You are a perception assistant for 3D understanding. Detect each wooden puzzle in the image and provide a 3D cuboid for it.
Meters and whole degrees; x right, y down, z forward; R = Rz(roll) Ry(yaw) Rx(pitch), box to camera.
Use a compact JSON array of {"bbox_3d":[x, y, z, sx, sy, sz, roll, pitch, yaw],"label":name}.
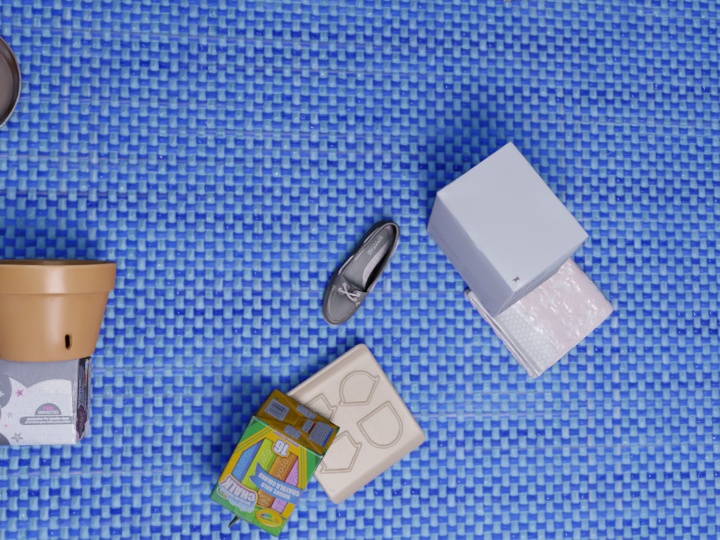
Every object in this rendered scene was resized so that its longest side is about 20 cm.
[{"bbox_3d":[-0.020,0.247,1.347,0.185,0.046,0.200,-34,96,-9],"label":"wooden puzzle"}]

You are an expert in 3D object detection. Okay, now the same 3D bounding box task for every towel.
[{"bbox_3d":[0.306,0.051,1.414,0.191,0.032,0.200,-41,93,-9],"label":"towel"}]

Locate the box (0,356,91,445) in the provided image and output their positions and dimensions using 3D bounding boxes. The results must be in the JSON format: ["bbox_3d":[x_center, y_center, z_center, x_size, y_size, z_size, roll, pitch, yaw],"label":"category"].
[{"bbox_3d":[-0.516,0.194,1.239,0.199,0.115,0.133,1,85,-8],"label":"box"}]

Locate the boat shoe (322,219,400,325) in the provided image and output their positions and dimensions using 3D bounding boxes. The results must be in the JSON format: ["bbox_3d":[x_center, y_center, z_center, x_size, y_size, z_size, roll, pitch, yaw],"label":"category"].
[{"bbox_3d":[0.000,0.000,1.358,0.067,0.057,0.200,33,82,-5],"label":"boat shoe"}]

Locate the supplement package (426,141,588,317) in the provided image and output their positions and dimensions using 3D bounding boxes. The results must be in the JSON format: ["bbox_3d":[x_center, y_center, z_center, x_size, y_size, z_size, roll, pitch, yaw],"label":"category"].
[{"bbox_3d":[0.223,-0.058,1.304,0.147,0.200,0.191,-35,78,-8],"label":"supplement package"}]

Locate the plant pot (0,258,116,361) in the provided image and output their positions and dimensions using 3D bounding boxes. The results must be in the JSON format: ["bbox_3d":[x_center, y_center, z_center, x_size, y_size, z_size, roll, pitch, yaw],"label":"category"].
[{"bbox_3d":[-0.465,0.056,1.219,0.199,0.200,0.141,1,92,-8],"label":"plant pot"}]

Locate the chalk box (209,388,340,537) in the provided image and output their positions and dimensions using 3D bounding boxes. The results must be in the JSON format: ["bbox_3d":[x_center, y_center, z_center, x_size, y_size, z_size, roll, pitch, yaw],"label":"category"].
[{"bbox_3d":[-0.139,0.309,1.260,0.124,0.125,0.200,29,106,3],"label":"chalk box"}]

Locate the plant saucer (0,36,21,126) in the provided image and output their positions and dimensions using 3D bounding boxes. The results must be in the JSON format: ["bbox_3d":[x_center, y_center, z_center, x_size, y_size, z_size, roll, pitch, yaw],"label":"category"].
[{"bbox_3d":[-0.634,-0.293,1.297,0.200,0.034,0.201,1,86,-9],"label":"plant saucer"}]

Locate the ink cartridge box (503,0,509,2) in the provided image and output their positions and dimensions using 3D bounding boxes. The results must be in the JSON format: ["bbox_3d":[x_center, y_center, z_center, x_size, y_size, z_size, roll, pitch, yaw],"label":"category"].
[{"bbox_3d":[0.316,-0.578,1.433,0.200,0.084,0.145,-25,90,-9],"label":"ink cartridge box"}]
